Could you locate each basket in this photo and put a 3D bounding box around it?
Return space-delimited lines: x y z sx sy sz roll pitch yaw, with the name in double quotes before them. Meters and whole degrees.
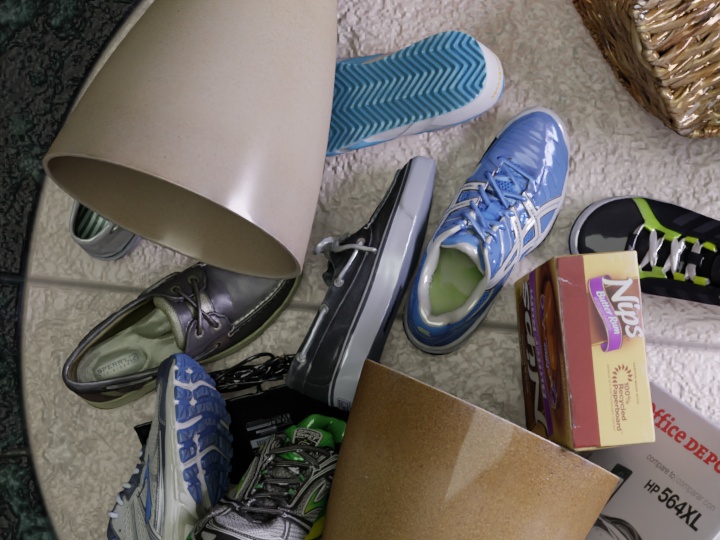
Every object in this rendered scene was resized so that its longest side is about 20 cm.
"basket" 0.274 -0.201 0.923 0.198 0.149 0.144 -32 117 2

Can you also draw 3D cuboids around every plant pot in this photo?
"plant pot" 0.046 0.188 0.827 0.184 0.186 0.202 24 86 6
"plant pot" -0.091 -0.124 0.859 0.185 0.188 0.203 20 76 6

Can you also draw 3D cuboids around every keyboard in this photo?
"keyboard" -0.069 0.108 0.950 0.197 0.040 0.106 -15 108 2

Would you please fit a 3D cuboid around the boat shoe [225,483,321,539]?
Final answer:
"boat shoe" -0.076 0.208 0.915 0.197 0.065 0.073 18 98 4

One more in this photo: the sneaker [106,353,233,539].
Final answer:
"sneaker" -0.141 0.159 0.879 0.084 0.077 0.203 -9 72 20

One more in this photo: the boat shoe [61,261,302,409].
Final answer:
"boat shoe" -0.133 0.039 0.936 0.199 0.066 0.072 -31 83 2

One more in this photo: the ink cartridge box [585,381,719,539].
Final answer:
"ink cartridge box" 0.194 0.195 0.850 0.084 0.146 0.201 39 90 -27

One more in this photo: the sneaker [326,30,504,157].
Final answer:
"sneaker" 0.011 -0.125 0.935 0.197 0.081 0.078 -6 87 24

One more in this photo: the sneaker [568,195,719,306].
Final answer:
"sneaker" 0.249 -0.011 0.900 0.197 0.083 0.073 14 87 6

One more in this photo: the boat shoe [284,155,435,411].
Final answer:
"boat shoe" 0.000 0.001 0.916 0.067 0.074 0.202 17 76 11

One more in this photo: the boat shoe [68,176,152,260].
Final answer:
"boat shoe" -0.160 -0.102 0.948 0.073 0.067 0.203 19 88 5

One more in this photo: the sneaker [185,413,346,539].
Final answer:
"sneaker" -0.059 0.148 0.845 0.077 0.200 0.086 19 105 9

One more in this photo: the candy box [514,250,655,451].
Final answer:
"candy box" 0.145 0.056 0.845 0.055 0.200 0.119 -5 85 1

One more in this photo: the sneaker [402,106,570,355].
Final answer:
"sneaker" 0.097 -0.029 0.917 0.075 0.077 0.202 27 87 8
